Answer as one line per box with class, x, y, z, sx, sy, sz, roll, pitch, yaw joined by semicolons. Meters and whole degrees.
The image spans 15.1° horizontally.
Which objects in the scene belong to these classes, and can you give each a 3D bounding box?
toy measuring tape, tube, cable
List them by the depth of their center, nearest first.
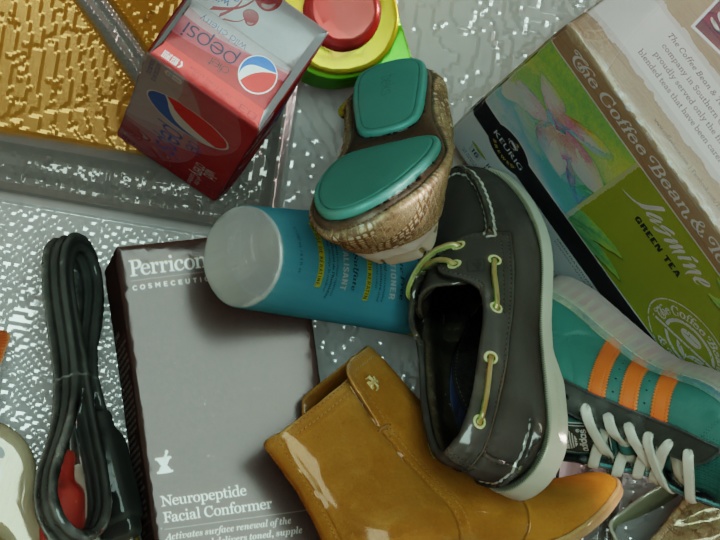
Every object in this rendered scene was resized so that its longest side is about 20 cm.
cable;-0.154;0.077;1.404;0.050;0.097;0.200;-22;73;24
tube;0.000;0.000;1.415;0.200;0.050;0.078;6;81;-54
toy measuring tape;-0.026;-0.170;1.475;0.074;0.074;0.200;-16;84;-12

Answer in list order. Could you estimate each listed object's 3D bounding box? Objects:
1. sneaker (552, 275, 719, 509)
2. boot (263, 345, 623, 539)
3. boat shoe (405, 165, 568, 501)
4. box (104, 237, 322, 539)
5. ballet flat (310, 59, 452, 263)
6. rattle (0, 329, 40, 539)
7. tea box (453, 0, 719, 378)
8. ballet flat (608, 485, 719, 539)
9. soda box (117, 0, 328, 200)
sneaker;0.136;0.079;1.399;0.080;0.071;0.200;-32;45;-25
boot;0.045;0.097;1.404;0.201;0.071;0.144;-29;84;-50
boat shoe;0.058;0.021;1.386;0.061;0.072;0.201;22;43;-33
box;-0.070;0.084;1.425;0.100;0.075;0.200;-7;80;-11
ballet flat;0.020;-0.043;1.359;0.070;0.200;0.065;-11;113;15
rattle;-0.206;0.123;1.364;0.130;0.143;0.200;12;84;7
tea box;0.177;-0.052;1.417;0.134;0.197;0.200;-35;88;-22
ballet flat;0.145;0.169;1.460;0.200;0.071;0.065;-40;62;-16
soda box;-0.074;-0.094;1.386;0.070;0.200;0.063;35;77;-2
